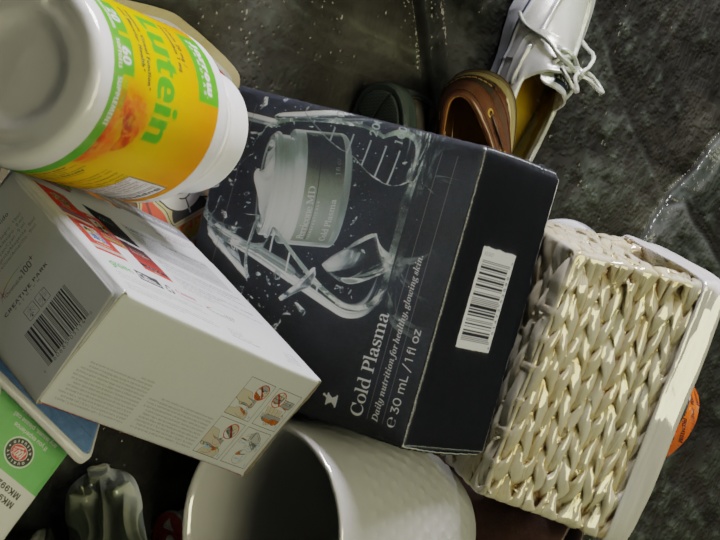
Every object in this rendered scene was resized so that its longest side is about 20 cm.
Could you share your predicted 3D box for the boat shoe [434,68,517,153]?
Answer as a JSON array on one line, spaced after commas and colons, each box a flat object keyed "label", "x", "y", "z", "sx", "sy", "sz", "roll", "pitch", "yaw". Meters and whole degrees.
[{"label": "boat shoe", "x": 0.080, "y": -0.043, "z": 1.405, "sx": 0.068, "sy": 0.072, "sz": 0.201, "roll": -34, "pitch": 122, "yaw": -69}]

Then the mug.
[{"label": "mug", "x": -0.012, "y": 0.203, "z": 1.322, "sx": 0.175, "sy": 0.147, "sz": 0.201, "roll": 8, "pitch": 89, "yaw": -48}]

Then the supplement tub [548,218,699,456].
[{"label": "supplement tub", "x": 0.180, "y": 0.063, "z": 1.523, "sx": 0.123, "sy": 0.122, "sz": 0.200, "roll": -54, "pitch": 127, "yaw": -15}]

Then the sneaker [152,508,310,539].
[{"label": "sneaker", "x": -0.073, "y": 0.248, "z": 1.394, "sx": 0.115, "sy": 0.078, "sz": 0.201, "roll": -22, "pitch": 115, "yaw": -32}]

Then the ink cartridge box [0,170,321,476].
[{"label": "ink cartridge box", "x": -0.149, "y": 0.022, "z": 1.179, "sx": 0.084, "sy": 0.176, "sz": 0.200, "roll": -51, "pitch": 143, "yaw": 8}]

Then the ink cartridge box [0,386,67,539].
[{"label": "ink cartridge box", "x": -0.293, "y": 0.136, "z": 1.182, "sx": 0.146, "sy": 0.084, "sz": 0.200, "roll": 46, "pitch": 72, "yaw": -36}]

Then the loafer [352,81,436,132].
[{"label": "loafer", "x": 0.024, "y": -0.034, "z": 1.409, "sx": 0.063, "sy": 0.072, "sz": 0.201, "roll": 5, "pitch": 95, "yaw": -50}]

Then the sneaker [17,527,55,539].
[{"label": "sneaker", "x": -0.236, "y": 0.229, "z": 1.219, "sx": 0.200, "sy": 0.079, "sz": 0.074, "roll": -72, "pitch": 158, "yaw": -60}]

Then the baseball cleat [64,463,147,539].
[{"label": "baseball cleat", "x": -0.156, "y": 0.208, "z": 1.250, "sx": 0.070, "sy": 0.200, "sz": 0.107, "roll": -11, "pitch": 116, "yaw": 3}]

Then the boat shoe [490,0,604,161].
[{"label": "boat shoe", "x": 0.140, "y": -0.144, "z": 1.462, "sx": 0.075, "sy": 0.086, "sz": 0.202, "roll": 40, "pitch": 76, "yaw": -38}]

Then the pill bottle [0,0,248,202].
[{"label": "pill bottle", "x": -0.148, "y": -0.101, "z": 1.154, "sx": 0.200, "sy": 0.111, "sz": 0.111, "roll": 15, "pitch": 92, "yaw": -65}]

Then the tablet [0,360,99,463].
[{"label": "tablet", "x": -0.220, "y": 0.014, "z": 1.194, "sx": 0.200, "sy": 0.014, "sz": 0.130, "roll": 51, "pitch": 29, "yaw": -30}]

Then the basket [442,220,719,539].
[{"label": "basket", "x": 0.146, "y": 0.069, "z": 1.357, "sx": 0.123, "sy": 0.136, "sz": 0.200, "roll": 18, "pitch": 99, "yaw": -20}]

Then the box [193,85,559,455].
[{"label": "box", "x": 0.000, "y": 0.000, "z": 1.297, "sx": 0.124, "sy": 0.196, "sz": 0.201, "roll": 14, "pitch": 92, "yaw": -59}]

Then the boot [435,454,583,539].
[{"label": "boot", "x": 0.050, "y": 0.223, "z": 1.424, "sx": 0.200, "sy": 0.166, "sz": 0.072, "roll": -49, "pitch": 136, "yaw": -20}]

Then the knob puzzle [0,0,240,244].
[{"label": "knob puzzle", "x": -0.154, "y": -0.088, "z": 1.275, "sx": 0.219, "sy": 0.030, "sz": 0.220, "roll": -11, "pitch": 108, "yaw": -36}]
